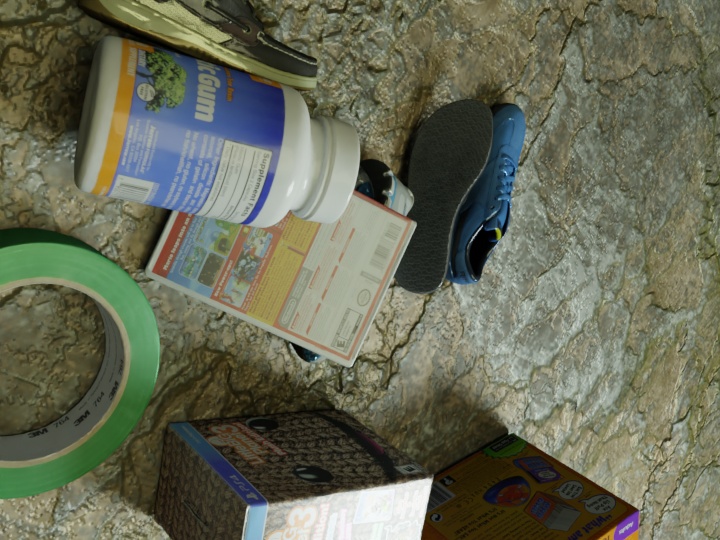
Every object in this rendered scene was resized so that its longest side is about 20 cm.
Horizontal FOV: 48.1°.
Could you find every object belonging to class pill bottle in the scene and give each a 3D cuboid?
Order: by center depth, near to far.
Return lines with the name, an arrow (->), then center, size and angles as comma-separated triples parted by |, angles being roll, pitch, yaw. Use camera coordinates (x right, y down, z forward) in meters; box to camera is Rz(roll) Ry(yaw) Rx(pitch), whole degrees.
pill bottle -> -0.105, -0.095, 0.609 | 0.198, 0.112, 0.114 | 10, 100, -25

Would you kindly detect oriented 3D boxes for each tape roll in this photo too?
tape roll -> -0.255, 0.071, 0.618 | 0.199, 0.048, 0.203 | -13, 113, -33

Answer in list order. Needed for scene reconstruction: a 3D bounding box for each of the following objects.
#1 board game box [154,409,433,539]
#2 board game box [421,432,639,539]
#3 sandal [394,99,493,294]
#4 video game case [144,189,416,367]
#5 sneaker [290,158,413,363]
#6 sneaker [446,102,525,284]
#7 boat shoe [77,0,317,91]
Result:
board game box -> -0.062, 0.208, 0.742 | 0.198, 0.159, 0.098 | 2, 103, -38
board game box -> 0.182, 0.356, 0.952 | 0.198, 0.199, 0.202 | -20, 117, -30
sandal -> 0.078, -0.077, 0.822 | 0.043, 0.075, 0.202 | -15, 125, -80
video game case -> -0.066, -0.020, 0.699 | 0.198, 0.017, 0.144 | 26, 89, -15
sneaker -> 0.000, 0.000, 0.779 | 0.086, 0.075, 0.202 | 19, 99, -54
sneaker -> 0.140, -0.079, 0.853 | 0.066, 0.078, 0.202 | 26, 88, -38
boat shoe -> -0.112, -0.194, 0.623 | 0.199, 0.072, 0.067 | 12, 103, -35
